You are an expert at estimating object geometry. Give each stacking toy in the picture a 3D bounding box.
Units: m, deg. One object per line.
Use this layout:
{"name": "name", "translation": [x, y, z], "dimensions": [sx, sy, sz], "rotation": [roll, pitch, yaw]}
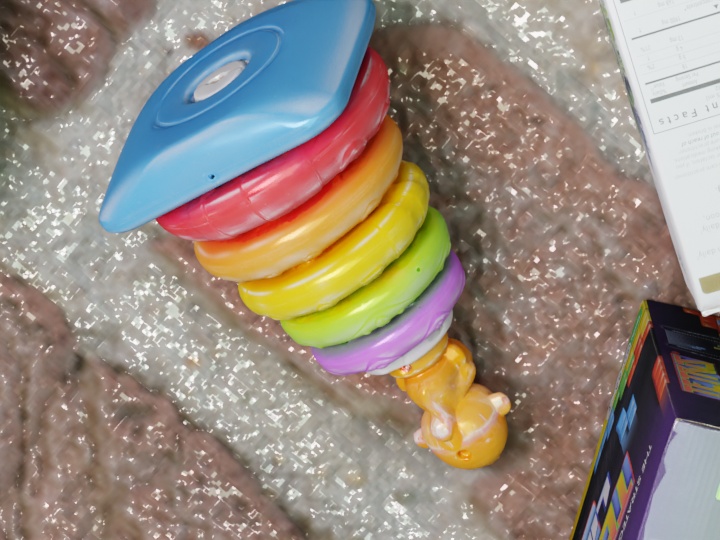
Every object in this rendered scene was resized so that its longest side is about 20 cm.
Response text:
{"name": "stacking toy", "translation": [0.000, 0.000, 1.179], "dimensions": [0.116, 0.110, 0.200], "rotation": [-27, 113, 24]}

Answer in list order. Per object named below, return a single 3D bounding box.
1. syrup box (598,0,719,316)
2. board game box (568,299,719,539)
{"name": "syrup box", "translation": [0.136, -0.093, 1.152], "dimensions": [0.081, 0.079, 0.200], "rotation": [-18, 103, 6]}
{"name": "board game box", "translation": [0.112, 0.130, 1.165], "dimensions": [0.057, 0.165, 0.200], "rotation": [15, 104, -2]}
